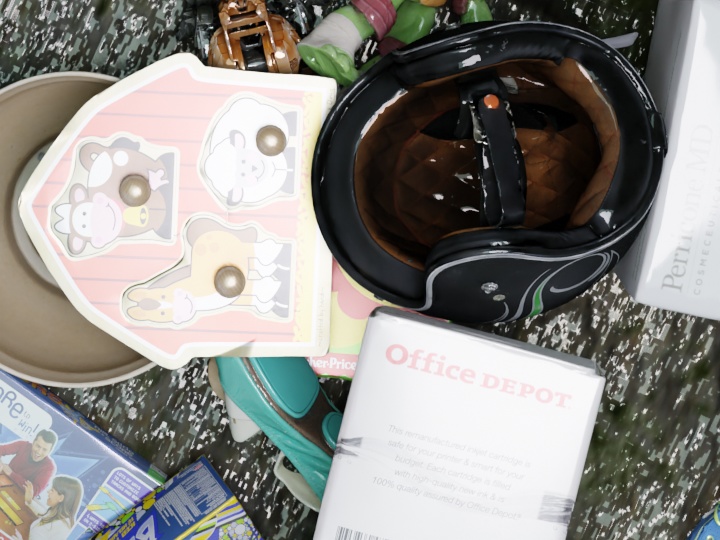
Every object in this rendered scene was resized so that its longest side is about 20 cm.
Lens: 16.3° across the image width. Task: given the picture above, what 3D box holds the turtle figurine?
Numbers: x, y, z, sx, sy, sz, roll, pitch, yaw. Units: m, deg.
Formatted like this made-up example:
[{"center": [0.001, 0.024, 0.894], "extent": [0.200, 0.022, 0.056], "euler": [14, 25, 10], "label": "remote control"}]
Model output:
[{"center": [0.067, -0.170, 1.626], "extent": [0.200, 0.144, 0.194], "euler": [40, 76, 1], "label": "turtle figurine"}]

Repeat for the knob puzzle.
[{"center": [-0.115, -0.036, 1.575], "extent": [0.218, 0.030, 0.222], "euler": [0, 96, -4], "label": "knob puzzle"}]

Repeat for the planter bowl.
[{"center": [-0.181, -0.033, 1.659], "extent": [0.198, 0.135, 0.202], "euler": [0, 97, 0], "label": "planter bowl"}]

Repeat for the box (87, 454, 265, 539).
[{"center": [-0.160, 0.219, 1.694], "extent": [0.199, 0.064, 0.070], "euler": [-35, 123, -6], "label": "box"}]

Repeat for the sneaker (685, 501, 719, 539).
[{"center": [0.271, 0.162, 1.709], "extent": [0.104, 0.076, 0.202], "euler": [-3, 97, 1], "label": "sneaker"}]

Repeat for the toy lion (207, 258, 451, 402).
[{"center": [0.000, 0.000, 1.704], "extent": [0.198, 0.069, 0.194], "euler": [3, 89, 0], "label": "toy lion"}]

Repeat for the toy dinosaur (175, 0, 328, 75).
[{"center": [-0.063, -0.145, 1.639], "extent": [0.101, 0.136, 0.201], "euler": [4, 127, -11], "label": "toy dinosaur"}]

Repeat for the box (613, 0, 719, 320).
[{"center": [0.265, -0.071, 1.621], "extent": [0.170, 0.200, 0.201], "euler": [11, 97, 0], "label": "box"}]

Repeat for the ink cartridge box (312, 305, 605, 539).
[{"center": [0.052, 0.135, 1.502], "extent": [0.144, 0.084, 0.202], "euler": [15, 95, 2], "label": "ink cartridge box"}]

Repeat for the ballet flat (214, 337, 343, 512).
[{"center": [-0.045, 0.104, 1.644], "extent": [0.070, 0.067, 0.200], "euler": [-40, 96, 28], "label": "ballet flat"}]

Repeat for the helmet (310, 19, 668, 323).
[{"center": [0.076, -0.059, 1.540], "extent": [0.198, 0.191, 0.202], "euler": [5, 77, -21], "label": "helmet"}]

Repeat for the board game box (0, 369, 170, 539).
[{"center": [-0.249, 0.141, 1.728], "extent": [0.199, 0.034, 0.136], "euler": [37, 95, -4], "label": "board game box"}]
